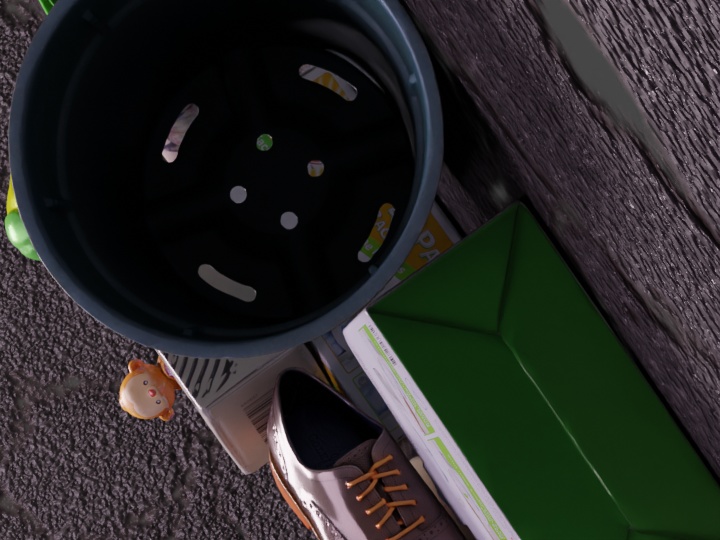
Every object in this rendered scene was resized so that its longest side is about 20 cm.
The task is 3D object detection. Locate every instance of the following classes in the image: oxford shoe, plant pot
[{"bbox_3d":[0.009,0.129,1.514,0.200,0.071,0.073,46,161,34],"label":"oxford shoe"},{"bbox_3d":[-0.051,-0.053,1.429,0.201,0.200,0.196,55,-177,7],"label":"plant pot"}]

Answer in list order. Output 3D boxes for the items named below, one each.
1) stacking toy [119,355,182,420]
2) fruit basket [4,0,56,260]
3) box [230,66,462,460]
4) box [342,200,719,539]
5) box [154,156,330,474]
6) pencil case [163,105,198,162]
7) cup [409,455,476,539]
[{"bbox_3d":[-0.070,0.030,1.887,0.116,0.199,0.110,58,174,-13],"label":"stacking toy"},{"bbox_3d":[-0.175,-0.106,2.001,0.216,0.215,0.156,50,172,44],"label":"fruit basket"},{"bbox_3d":[0.000,0.000,1.640,0.200,0.101,0.113,54,174,13],"label":"box"},{"bbox_3d":[0.085,0.082,1.429,0.201,0.096,0.176,55,175,2],"label":"box"},{"bbox_3d":[-0.096,0.012,1.645,0.200,0.068,0.082,51,174,37],"label":"box"},{"bbox_3d":[-0.116,-0.111,1.841,0.089,0.078,0.201,15,129,38],"label":"pencil case"},{"bbox_3d":[0.083,0.168,1.610,0.200,0.199,0.144,91,172,-80],"label":"cup"}]
